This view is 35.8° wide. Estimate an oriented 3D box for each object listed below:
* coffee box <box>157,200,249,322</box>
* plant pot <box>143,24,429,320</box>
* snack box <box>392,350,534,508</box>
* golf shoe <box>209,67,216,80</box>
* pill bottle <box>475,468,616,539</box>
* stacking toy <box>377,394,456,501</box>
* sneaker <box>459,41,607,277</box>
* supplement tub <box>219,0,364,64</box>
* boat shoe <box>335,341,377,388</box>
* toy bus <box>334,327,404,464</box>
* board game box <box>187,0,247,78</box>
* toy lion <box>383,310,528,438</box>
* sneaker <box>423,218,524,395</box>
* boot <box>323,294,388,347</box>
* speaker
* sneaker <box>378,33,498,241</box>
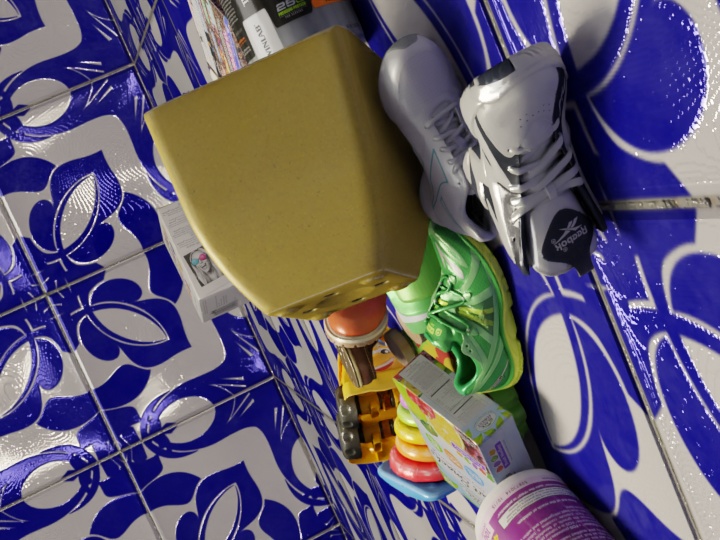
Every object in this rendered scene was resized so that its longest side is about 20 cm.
[{"bbox_3d":[-0.259,-0.045,2.152,0.198,0.199,0.200,63,167,11],"label":"coffee box"},{"bbox_3d":[-0.042,-0.066,0.994,0.195,0.194,0.201,16,-126,-70],"label":"plant pot"},{"bbox_3d":[0.123,0.193,1.196,0.142,0.053,0.200,36,160,45],"label":"snack box"},{"bbox_3d":[-0.176,-0.281,1.646,0.200,0.075,0.092,55,161,34],"label":"golf shoe"},{"bbox_3d":[0.201,0.291,1.072,0.200,0.112,0.113,48,160,54],"label":"pill bottle"},{"bbox_3d":[0.084,0.178,1.415,0.116,0.110,0.201,16,121,46],"label":"stacking toy"},{"bbox_3d":[0.128,-0.062,0.769,0.130,0.079,0.199,60,167,17],"label":"sneaker"},{"bbox_3d":[-0.087,-0.294,1.116,0.201,0.122,0.123,65,168,-5],"label":"supplement tub"},{"bbox_3d":[-0.003,0.058,1.354,0.200,0.067,0.072,-106,3,-50],"label":"boat shoe"},{"bbox_3d":[0.023,0.147,1.559,0.200,0.135,0.193,86,172,-55],"label":"toy bus"},{"bbox_3d":[-0.134,-0.294,1.375,0.200,0.097,0.160,53,163,45],"label":"board game box"},{"bbox_3d":[0.113,0.117,1.249,0.192,0.069,0.200,55,167,9],"label":"toy lion"},{"bbox_3d":[0.099,0.037,1.071,0.074,0.083,0.201,39,151,65],"label":"sneaker"},{"bbox_3d":[0.000,0.000,1.291,0.200,0.075,0.108,-75,-14,-51],"label":"boot"},{"bbox_3d":[0.047,-0.041,1.136,0.201,0.088,0.088,67,168,-9],"label":"speaker"},{"bbox_3d":[0.077,-0.109,0.939,0.080,0.070,0.201,41,161,51],"label":"sneaker"}]
